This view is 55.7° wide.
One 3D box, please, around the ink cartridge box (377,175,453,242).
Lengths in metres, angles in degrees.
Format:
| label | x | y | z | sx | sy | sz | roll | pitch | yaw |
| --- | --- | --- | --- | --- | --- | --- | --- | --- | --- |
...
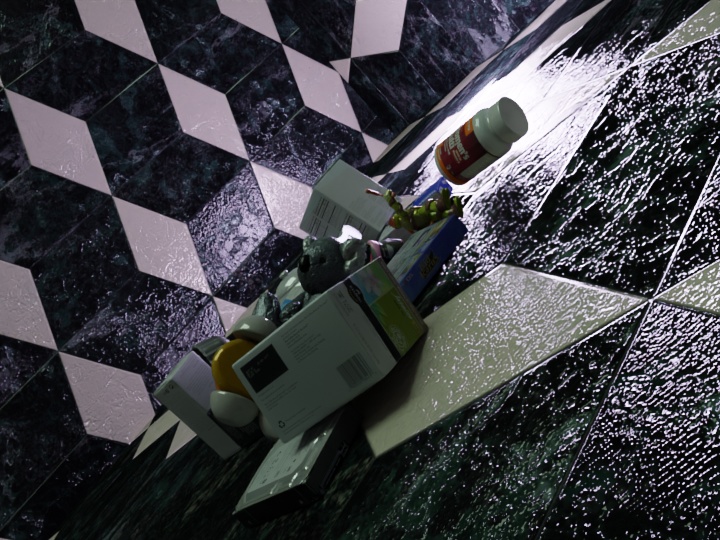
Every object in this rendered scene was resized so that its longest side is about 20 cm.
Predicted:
| label | x | y | z | sx | sy | sz | roll | pitch | yaw |
| --- | --- | --- | --- | --- | --- | --- | --- | --- | --- |
| ink cartridge box | 0.128 | -0.128 | 1.596 | 0.199 | 0.044 | 0.095 | -41 | 13 | 30 |

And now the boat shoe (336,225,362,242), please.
| label | x | y | z | sx | sy | sz | roll | pitch | yaw |
| --- | --- | --- | --- | --- | --- | --- | --- | --- | --- |
| boat shoe | -0.050 | -0.031 | 1.537 | 0.087 | 0.073 | 0.203 | -60 | 6 | 23 |

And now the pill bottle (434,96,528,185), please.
| label | x | y | z | sx | sy | sz | roll | pitch | yaw |
| --- | --- | --- | --- | --- | --- | --- | --- | --- | --- |
| pill bottle | 0.256 | -0.275 | 1.453 | 0.199 | 0.110 | 0.110 | -36 | 13 | 47 |

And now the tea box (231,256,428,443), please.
| label | x | y | z | sx | sy | sz | roll | pitch | yaw |
| --- | --- | --- | --- | --- | --- | --- | --- | --- | --- |
| tea box | -0.038 | 0.106 | 0.964 | 0.199 | 0.135 | 0.196 | -37 | -1 | 28 |

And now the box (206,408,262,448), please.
| label | x | y | z | sx | sy | sz | roll | pitch | yaw |
| --- | --- | --- | --- | --- | --- | --- | --- | --- | --- |
| box | -0.180 | 0.223 | 1.320 | 0.199 | 0.104 | 0.149 | -41 | 10 | 29 |

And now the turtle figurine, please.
| label | x | y | z | sx | sy | sz | roll | pitch | yaw |
| --- | --- | --- | --- | --- | --- | --- | --- | --- | --- |
| turtle figurine | 0.112 | -0.113 | 1.342 | 0.159 | 0.199 | 0.066 | -15 | 52 | 36 |

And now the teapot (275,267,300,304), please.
| label | x | y | z | sx | sy | sz | roll | pitch | yaw |
| --- | --- | --- | --- | --- | --- | --- | --- | --- | --- |
| teapot | -0.151 | 0.062 | 1.718 | 0.197 | 0.146 | 0.201 | -43 | 11 | 14 |

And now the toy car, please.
| label | x | y | z | sx | sy | sz | roll | pitch | yaw |
| --- | --- | --- | --- | --- | --- | --- | --- | --- | --- |
| toy car | -0.153 | 0.189 | 1.134 | 0.150 | 0.196 | 0.178 | 118 | 171 | -64 |

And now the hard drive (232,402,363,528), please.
| label | x | y | z | sx | sy | sz | roll | pitch | yaw |
| --- | --- | --- | --- | --- | --- | --- | --- | --- | --- |
| hard drive | -0.089 | 0.271 | 0.945 | 0.199 | 0.038 | 0.140 | -36 | 15 | 44 |

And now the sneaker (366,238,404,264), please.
| label | x | y | z | sx | sy | sz | roll | pitch | yaw |
| --- | --- | --- | --- | --- | --- | --- | --- | --- | --- |
| sneaker | 0.054 | -0.038 | 1.526 | 0.093 | 0.081 | 0.200 | -19 | 3 | -8 |

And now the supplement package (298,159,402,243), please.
| label | x | y | z | sx | sy | sz | roll | pitch | yaw |
| --- | --- | --- | --- | --- | --- | --- | --- | --- | --- |
| supplement package | -0.026 | -0.146 | 1.758 | 0.153 | 0.198 | 0.152 | -54 | -6 | -44 |

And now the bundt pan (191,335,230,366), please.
| label | x | y | z | sx | sy | sz | roll | pitch | yaw |
| --- | --- | --- | --- | --- | --- | --- | --- | --- | --- |
| bundt pan | -0.289 | 0.232 | 1.510 | 0.075 | 0.204 | 0.201 | -33 | 4 | -25 |

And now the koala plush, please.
| label | x | y | z | sx | sy | sz | roll | pitch | yaw |
| --- | --- | --- | --- | --- | --- | --- | --- | --- | --- |
| koala plush | -0.073 | 0.031 | 1.250 | 0.174 | 0.182 | 0.205 | -1 | 72 | 40 |

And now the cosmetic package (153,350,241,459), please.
| label | x | y | z | sx | sy | sz | roll | pitch | yaw |
| --- | --- | --- | --- | --- | --- | --- | --- | --- | --- |
| cosmetic package | -0.305 | 0.271 | 1.370 | 0.074 | 0.200 | 0.102 | -38 | 11 | 29 |

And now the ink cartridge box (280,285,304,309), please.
| label | x | y | z | sx | sy | sz | roll | pitch | yaw |
| --- | --- | --- | --- | --- | --- | --- | --- | --- | --- |
| ink cartridge box | -0.070 | 0.071 | 1.461 | 0.196 | 0.069 | 0.117 | -14 | 25 | 27 |

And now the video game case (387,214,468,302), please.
| label | x | y | z | sx | sy | sz | roll | pitch | yaw |
| --- | --- | --- | --- | --- | --- | --- | --- | --- | --- |
| video game case | 0.089 | 0.000 | 1.247 | 0.201 | 0.045 | 0.181 | -50 | 9 | -20 |

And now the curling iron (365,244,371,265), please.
| label | x | y | z | sx | sy | sz | roll | pitch | yaw |
| --- | --- | --- | --- | --- | --- | --- | --- | --- | --- |
| curling iron | 0.000 | 0.000 | 1.483 | 0.048 | 0.026 | 0.201 | -8 | -24 | -16 |
